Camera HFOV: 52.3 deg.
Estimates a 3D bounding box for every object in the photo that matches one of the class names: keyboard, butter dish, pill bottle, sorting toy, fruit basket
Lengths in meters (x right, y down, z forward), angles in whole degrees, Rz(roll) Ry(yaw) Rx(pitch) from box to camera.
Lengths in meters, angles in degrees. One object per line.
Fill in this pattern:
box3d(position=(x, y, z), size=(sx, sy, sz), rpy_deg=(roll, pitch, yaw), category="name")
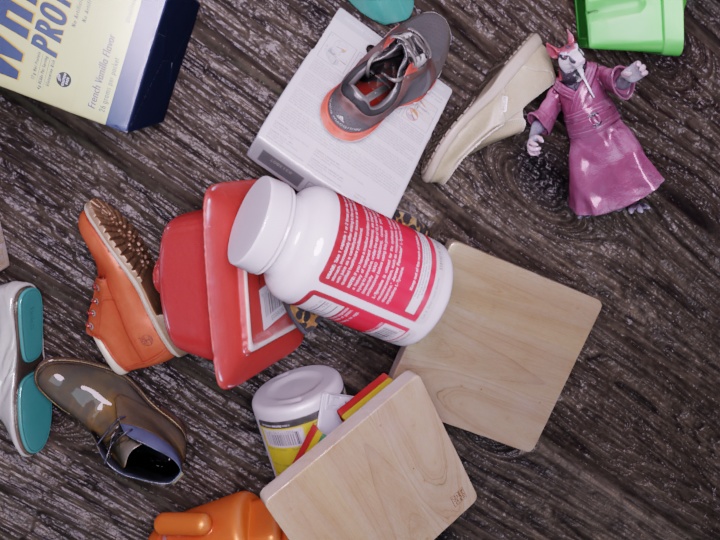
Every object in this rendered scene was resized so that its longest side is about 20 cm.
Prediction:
box3d(position=(0.024, 0.182, 0.865), size=(0.199, 0.011, 0.057), rpy_deg=(17, 84, -43), category="keyboard")
box3d(position=(-0.154, 0.006, 0.786), size=(0.146, 0.200, 0.202), rpy_deg=(0, 99, 20), category="butter dish")
box3d(position=(-0.019, -0.010, 0.695), size=(0.199, 0.112, 0.113), rpy_deg=(23, 101, -27), category="pill bottle")
box3d(position=(0.149, 0.085, 0.877), size=(0.198, 0.070, 0.201), rpy_deg=(21, 100, -12), category="sorting toy")
box3d(position=(-0.051, 0.225, 0.875), size=(0.110, 0.111, 0.202), rpy_deg=(-15, 106, -2), category="pill bottle")
box3d(position=(0.006, 0.232, 0.797), size=(0.198, 0.069, 0.201), rpy_deg=(-36, 121, -17), category="sorting toy")
box3d(position=(0.322, -0.326, 0.749), size=(0.213, 0.156, 0.218), rpy_deg=(3, 108, 8), category="fruit basket")

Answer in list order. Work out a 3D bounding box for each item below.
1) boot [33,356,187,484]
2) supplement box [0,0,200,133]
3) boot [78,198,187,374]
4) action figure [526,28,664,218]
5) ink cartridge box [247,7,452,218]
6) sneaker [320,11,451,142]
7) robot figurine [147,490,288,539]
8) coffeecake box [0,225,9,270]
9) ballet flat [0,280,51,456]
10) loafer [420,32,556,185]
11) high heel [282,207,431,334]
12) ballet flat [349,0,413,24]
box3d(position=(-0.275, 0.168, 0.826), size=(0.199, 0.097, 0.075), rpy_deg=(36, 91, -24), category="boot")
box3d(position=(-0.274, -0.232, 0.682), size=(0.198, 0.200, 0.136), rpy_deg=(19, 101, -10), category="supplement box")
box3d(position=(-0.276, 0.024, 0.819), size=(0.106, 0.075, 0.202), rpy_deg=(-23, 106, 7), category="boot")
box3d(position=(0.254, -0.160, 0.781), size=(0.133, 0.149, 0.202), rpy_deg=(-16, 101, 31), category="action figure")
box3d(position=(-0.006, -0.158, 0.787), size=(0.162, 0.057, 0.201), rpy_deg=(33, 58, -12), category="ink cartridge box")
box3d(position=(0.043, -0.209, 0.750), size=(0.077, 0.082, 0.200), rpy_deg=(42, 63, -6), category="sneaker")
box3d(position=(-0.176, 0.337, 0.881), size=(0.198, 0.144, 0.118), rpy_deg=(-23, 73, 11), category="robot figurine")
box3d(position=(-0.475, -0.085, 0.764), size=(0.152, 0.073, 0.202), rpy_deg=(-7, 105, -4), category="coffeecake box")
box3d(position=(-0.394, 0.110, 0.836), size=(0.069, 0.069, 0.203), rpy_deg=(0, 101, -7), category="ballet flat")
box3d(position=(0.145, -0.168, 0.813), size=(0.068, 0.076, 0.200), rpy_deg=(39, 97, -9), category="loafer")
box3d(position=(0.000, 0.000, 0.810), size=(0.198, 0.071, 0.144), rpy_deg=(5, 80, -33), category="high heel")
box3d(position=(-0.013, -0.338, 0.752), size=(0.067, 0.070, 0.200), rpy_deg=(-39, 106, 4), category="ballet flat")
